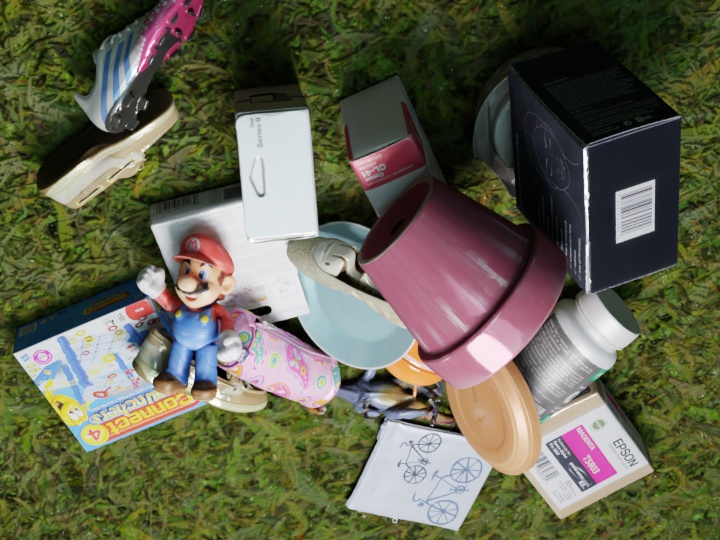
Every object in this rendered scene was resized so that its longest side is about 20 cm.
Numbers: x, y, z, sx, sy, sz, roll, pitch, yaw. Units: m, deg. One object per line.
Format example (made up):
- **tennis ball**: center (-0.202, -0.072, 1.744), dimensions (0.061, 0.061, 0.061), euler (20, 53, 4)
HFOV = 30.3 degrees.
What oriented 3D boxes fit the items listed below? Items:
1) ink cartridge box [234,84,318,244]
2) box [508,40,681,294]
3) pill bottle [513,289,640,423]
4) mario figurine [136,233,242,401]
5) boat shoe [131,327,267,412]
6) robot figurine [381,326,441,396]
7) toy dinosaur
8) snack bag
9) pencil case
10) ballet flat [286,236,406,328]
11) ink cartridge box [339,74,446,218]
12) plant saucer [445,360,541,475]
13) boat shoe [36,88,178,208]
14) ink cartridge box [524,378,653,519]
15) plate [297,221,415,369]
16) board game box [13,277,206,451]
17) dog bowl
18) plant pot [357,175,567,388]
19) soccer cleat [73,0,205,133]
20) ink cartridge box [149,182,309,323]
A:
- **ink cartridge box**: center (-0.097, -0.124, 1.511), dimensions (0.083, 0.200, 0.148), euler (-6, 106, -4)
- **box**: center (0.263, -0.119, 1.506), dimensions (0.123, 0.197, 0.202), euler (-18, 128, -12)
- **pill bottle**: center (0.276, 0.112, 1.811), dimensions (0.113, 0.114, 0.200), euler (34, 116, -28)
- **mario figurine**: center (-0.210, 0.055, 1.620), dimensions (0.122, 0.106, 0.203), euler (4, 95, -20)
- **boat shoe**: center (-0.198, 0.130, 1.728), dimensions (0.199, 0.073, 0.064), euler (22, 104, -30)
- **robot figurine**: center (0.093, 0.067, 1.751), dimensions (0.143, 0.117, 0.201), euler (23, 116, -21)
- **toy dinosaur**: center (0.021, 0.190, 1.853), dimensions (0.179, 0.106, 0.201), euler (-5, 139, 19)
- **snack bag**: center (0.092, 0.306, 1.983), dimensions (0.198, 0.021, 0.190), euler (13, 122, -17)
- **pencil case**: center (-0.110, 0.116, 1.744), dimensions (0.087, 0.088, 0.199), euler (-37, 140, 18)
- **ballet flat**: center (0.000, 0.000, 1.640), dimensions (0.199, 0.068, 0.063), euler (28, 146, 10)
- **ink cartridge box**: center (0.054, -0.108, 1.600), dimensions (0.085, 0.148, 0.201), euler (-21, 125, 8)
- **plant saucer**: center (0.172, 0.183, 1.799), dimensions (0.032, 0.200, 0.202), euler (-21, 131, -25)
- **boat shoe**: center (-0.291, -0.143, 1.581), dimensions (0.199, 0.074, 0.066), euler (-29, 137, 15)
- **ink cartridge box**: center (0.311, 0.250, 1.940), dimensions (0.164, 0.075, 0.200), euler (-30, 123, 15)
- **plate**: center (-0.003, 0.030, 1.714), dimensions (0.198, 0.026, 0.202), euler (13, 115, 29)
- **board game box**: center (-0.326, 0.126, 1.773), dimensions (0.198, 0.056, 0.197), euler (-22, 125, 8)
- **dog bowl**: center (0.229, -0.182, 1.626), dimensions (0.197, 0.059, 0.202), euler (-4, 126, -6)
- **plant pot**: center (0.103, -0.001, 1.488), dimensions (0.179, 0.201, 0.200), euler (41, 113, -14)
- **soccer cleat**: center (-0.255, -0.253, 1.502), dimensions (0.086, 0.070, 0.201), euler (37, 100, 17)
- **ink cartridge box**: center (-0.165, -0.014, 1.704), dimensions (0.161, 0.057, 0.201), euler (-14, 133, 3)
